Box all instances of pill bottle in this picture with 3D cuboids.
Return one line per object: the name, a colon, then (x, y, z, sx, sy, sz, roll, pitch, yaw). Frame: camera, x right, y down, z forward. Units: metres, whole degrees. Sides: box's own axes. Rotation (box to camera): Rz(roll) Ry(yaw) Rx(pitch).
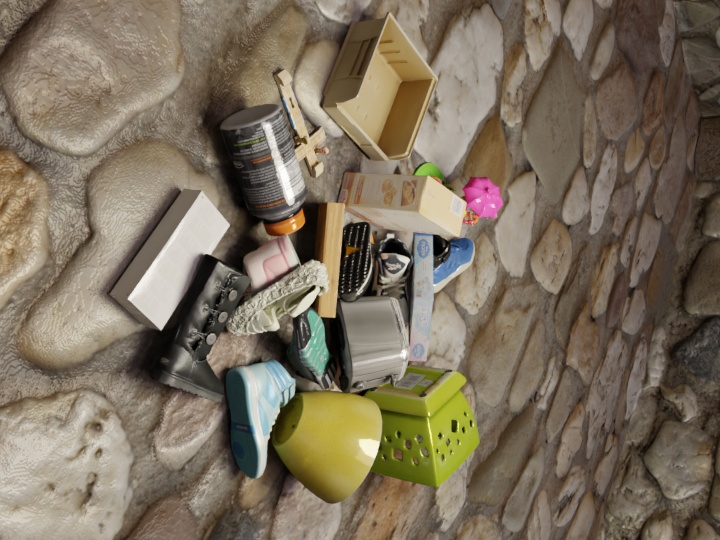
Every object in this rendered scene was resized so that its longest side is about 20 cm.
pill bottle: (-0.150, -0.159, 1.222, 0.106, 0.105, 0.202, -41, 126, -40)

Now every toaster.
toaster: (0.014, 0.126, 1.393, 0.114, 0.127, 0.202, 100, -19, -51)

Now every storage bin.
storage bin: (0.039, -0.346, 1.443, 0.200, 0.093, 0.201, 39, 66, -48)

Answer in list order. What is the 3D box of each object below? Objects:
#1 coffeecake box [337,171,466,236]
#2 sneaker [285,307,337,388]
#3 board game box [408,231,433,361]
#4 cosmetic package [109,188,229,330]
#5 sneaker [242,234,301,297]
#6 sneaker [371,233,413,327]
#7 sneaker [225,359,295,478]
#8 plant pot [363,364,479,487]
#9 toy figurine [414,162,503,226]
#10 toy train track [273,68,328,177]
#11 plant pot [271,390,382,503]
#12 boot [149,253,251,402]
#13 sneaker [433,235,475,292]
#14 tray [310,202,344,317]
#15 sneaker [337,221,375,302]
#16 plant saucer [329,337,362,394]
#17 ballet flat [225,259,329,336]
coffeecake box: (0.080, -0.128, 1.445, 0.153, 0.198, 0.074, 23, 78, -51)
sneaker: (-0.107, 0.136, 1.317, 0.075, 0.086, 0.202, -60, 149, -37)
board game box: (0.123, 0.046, 1.531, 0.202, 0.043, 0.201, 91, 3, -49)
cosmetic package: (-0.283, -0.019, 1.119, 0.202, 0.050, 0.083, -61, 142, -25)
sneaker: (-0.147, 0.015, 1.293, 0.103, 0.076, 0.201, -25, 153, -3)
sneaker: (0.062, 0.019, 1.476, 0.130, 0.078, 0.202, 88, 6, -70)
sneaker: (-0.160, 0.251, 1.301, 0.130, 0.079, 0.203, -18, 110, -48)
plant pot: (0.118, 0.311, 1.568, 0.199, 0.197, 0.184, -29, 116, -51)
toy figurine: (0.231, -0.145, 1.650, 0.200, 0.182, 0.152, 44, 63, -46)
toy train track: (-0.102, -0.259, 1.326, 0.115, 0.032, 0.202, -47, 129, -37)
plant pot: (-0.076, 0.297, 1.352, 0.141, 0.199, 0.202, 32, 70, -24)
boot: (-0.229, 0.094, 1.167, 0.203, 0.065, 0.165, -68, 155, -11)
sneaker: (0.197, -0.046, 1.708, 0.199, 0.076, 0.112, -39, 134, -34)
tray: (-0.063, -0.021, 1.366, 0.036, 0.099, 0.204, 4, 93, -12)
sneaker: (0.000, 0.000, 1.429, 0.202, 0.069, 0.091, -83, 161, -45)
plant saucer: (0.011, 0.158, 1.540, 0.199, 0.034, 0.204, -13, 107, -51)
ballet flat: (-0.135, 0.057, 1.224, 0.199, 0.072, 0.072, -35, 132, 4)
